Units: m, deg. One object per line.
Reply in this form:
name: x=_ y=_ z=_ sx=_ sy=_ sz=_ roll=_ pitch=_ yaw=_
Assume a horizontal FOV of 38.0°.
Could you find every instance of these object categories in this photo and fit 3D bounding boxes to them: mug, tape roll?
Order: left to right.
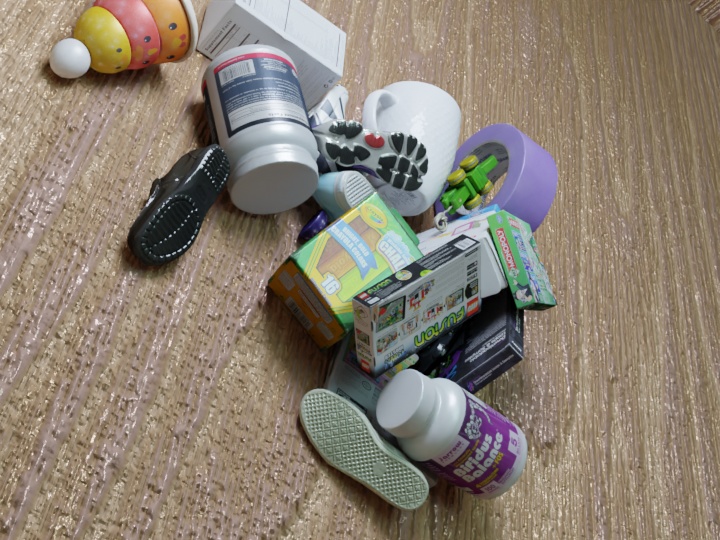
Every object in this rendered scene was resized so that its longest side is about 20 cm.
mug: x=0.063 y=-0.196 z=1.631 sx=0.200 sy=0.146 sz=0.177 roll=45 pitch=47 yaw=-43
tape roll: x=0.220 y=-0.133 z=1.712 sx=0.085 sy=0.199 sz=0.202 roll=29 pitch=42 yaw=-31

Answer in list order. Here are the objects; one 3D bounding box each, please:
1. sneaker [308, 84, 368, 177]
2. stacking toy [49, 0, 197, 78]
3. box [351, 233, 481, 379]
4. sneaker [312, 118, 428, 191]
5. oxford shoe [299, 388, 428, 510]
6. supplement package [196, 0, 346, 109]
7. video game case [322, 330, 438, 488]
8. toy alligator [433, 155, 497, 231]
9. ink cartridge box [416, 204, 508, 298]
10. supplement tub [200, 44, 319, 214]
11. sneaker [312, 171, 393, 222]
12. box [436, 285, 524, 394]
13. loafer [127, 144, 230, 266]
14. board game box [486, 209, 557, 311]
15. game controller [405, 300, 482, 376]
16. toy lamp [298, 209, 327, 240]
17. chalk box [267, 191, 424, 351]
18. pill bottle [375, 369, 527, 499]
sneaker: x=-0.034 y=-0.187 z=1.593 sx=0.129 sy=0.079 sz=0.200 roll=42 pitch=38 yaw=-15
stacking toy: x=-0.326 y=-0.305 z=1.375 sx=0.146 sy=0.146 sz=0.200 roll=49 pitch=56 yaw=-2
box: x=0.076 y=0.044 z=1.336 sx=0.199 sy=0.111 sz=0.035 roll=-29 pitch=40 yaw=-33
sneaker: x=0.013 y=-0.176 z=1.513 sx=0.198 sy=0.083 sz=0.081 roll=19 pitch=92 yaw=-31
oxford shoe: x=0.001 y=0.226 z=1.314 sx=0.200 sy=0.075 sz=0.058 roll=40 pitch=-4 yaw=-2
supplement package: x=-0.133 y=-0.351 z=1.597 sx=0.199 sy=0.109 sz=0.115 roll=31 pitch=42 yaw=-26
video game case: x=0.041 y=0.171 z=1.425 sx=0.199 sy=0.022 sz=0.183 roll=38 pitch=39 yaw=-17
toy alligator: x=0.149 y=-0.118 z=1.618 sx=0.060 sy=0.054 sz=0.200 roll=55 pitch=50 yaw=-16
ink cartridge box: x=0.144 y=-0.016 z=1.531 sx=0.085 sy=0.143 sz=0.200 roll=65 pitch=17 yaw=-12
supplement tub: x=-0.137 y=-0.195 z=1.439 sx=0.139 sy=0.140 sz=0.202 roll=11 pitch=53 yaw=-41
sneaker: x=-0.010 y=-0.088 z=1.536 sx=0.200 sy=0.081 sz=0.075 roll=52 pitch=53 yaw=-50
box: x=0.172 y=0.100 z=1.493 sx=0.036 sy=0.143 sz=0.201 roll=43 pitch=27 yaw=-13
loafer: x=-0.235 y=-0.080 z=1.313 sx=0.201 sy=0.071 sz=0.073 roll=-58 pitch=136 yaw=-40
board game box: x=0.237 y=-0.010 z=1.515 sx=0.200 sy=0.029 sz=0.136 roll=10 pitch=60 yaw=-70
game controller: x=0.112 y=0.103 z=1.448 sx=0.042 sy=0.105 sz=0.200 roll=34 pitch=31 yaw=7
toy lamp: x=0.000 y=0.000 z=1.494 sx=0.200 sy=0.058 sz=0.058 roll=43 pitch=38 yaw=-11
chalk box: x=-0.001 y=-0.009 z=1.381 sx=0.200 sy=0.124 sz=0.125 roll=-39 pitch=90 yaw=-25
pill bottle: x=0.116 y=0.209 z=1.353 sx=0.199 sy=0.112 sz=0.113 roll=35 pitch=39 yaw=-31
